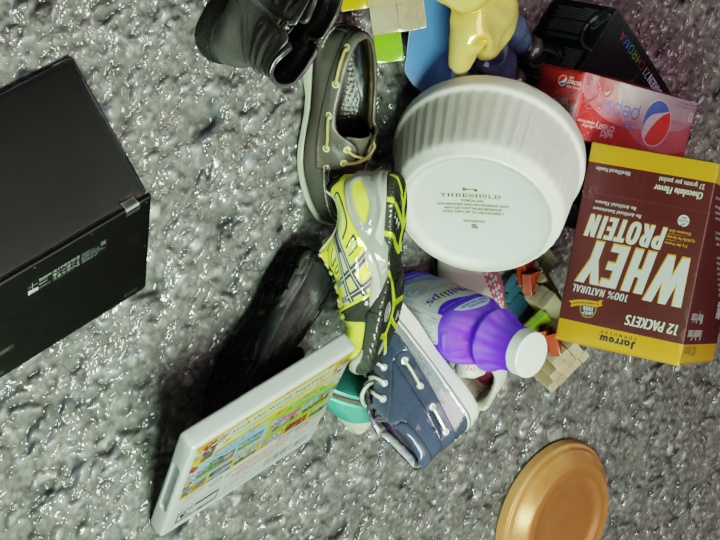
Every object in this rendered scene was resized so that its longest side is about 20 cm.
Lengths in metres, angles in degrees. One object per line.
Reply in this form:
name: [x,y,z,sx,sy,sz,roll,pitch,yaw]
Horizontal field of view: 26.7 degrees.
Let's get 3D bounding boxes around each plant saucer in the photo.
plant saucer: [0.247,0.313,1.893,0.198,0.037,0.203,-17,116,-38]

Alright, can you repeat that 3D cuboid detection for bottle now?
bottle: [0.103,0.057,1.549,0.083,0.199,0.066,-19,117,-36]

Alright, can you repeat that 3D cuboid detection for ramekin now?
ramekin: [0.122,-0.086,1.505,0.203,0.200,0.095,60,33,-38]

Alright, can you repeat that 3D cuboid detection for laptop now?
laptop: [-0.284,-0.037,1.280,0.186,0.116,0.201,-33,153,-30]

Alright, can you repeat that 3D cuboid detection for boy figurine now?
boy figurine: [0.116,-0.244,1.480,0.125,0.064,0.200,-62,148,-6]

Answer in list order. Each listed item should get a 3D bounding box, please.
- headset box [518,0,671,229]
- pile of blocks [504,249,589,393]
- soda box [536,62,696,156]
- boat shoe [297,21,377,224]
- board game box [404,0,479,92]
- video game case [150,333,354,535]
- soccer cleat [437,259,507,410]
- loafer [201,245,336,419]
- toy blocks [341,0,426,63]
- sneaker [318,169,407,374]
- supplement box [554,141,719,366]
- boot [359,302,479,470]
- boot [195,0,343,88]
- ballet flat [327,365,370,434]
headset box: [0.235,-0.163,1.674,0.201,0.092,0.174,-56,133,-13]
pile of blocks: [0.185,0.037,1.664,0.081,0.202,0.062,-27,135,17]
soda box: [0.267,-0.165,1.594,0.198,0.063,0.071,6,101,-43]
boat shoe: [-0.017,-0.136,1.463,0.071,0.060,0.204,-18,116,-38]
board game box: [0.091,-0.278,1.536,0.157,0.039,0.203,-16,120,-45]
video game case: [-0.104,0.157,1.442,0.199,0.023,0.183,-30,159,-33]
soccer cleat: [0.123,0.063,1.647,0.087,0.069,0.202,-63,145,-50]
loafer: [-0.084,0.073,1.467,0.070,0.068,0.202,38,74,-34]
toy blocks: [0.023,-0.305,1.397,0.098,0.137,0.203,-8,107,1]
sneaker: [0.000,0.000,1.469,0.075,0.075,0.203,-31,127,-71]
supplement box: [0.307,-0.014,1.577,0.197,0.131,0.203,5,96,-67]
boot: [0.028,0.100,1.524,0.090,0.073,0.200,-39,86,-29]
boot: [-0.057,-0.260,1.331,0.069,0.131,0.202,19,91,-44]
ballet flat: [0.019,0.140,1.597,0.198,0.067,0.071,-2,125,-41]
